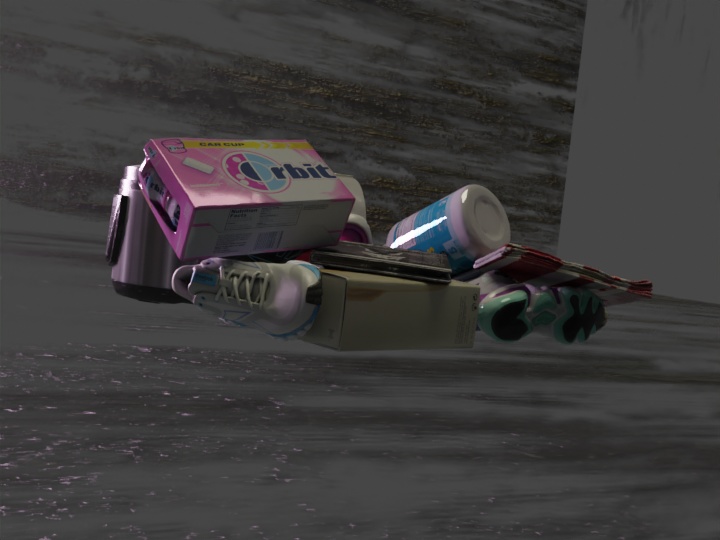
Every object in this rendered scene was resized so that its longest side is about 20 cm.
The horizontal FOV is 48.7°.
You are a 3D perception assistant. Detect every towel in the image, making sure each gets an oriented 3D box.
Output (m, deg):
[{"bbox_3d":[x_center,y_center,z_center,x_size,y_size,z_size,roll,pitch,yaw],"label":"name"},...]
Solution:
[{"bbox_3d":[0.259,0.007,1.037,0.198,0.023,0.144,16,-9,-5],"label":"towel"}]

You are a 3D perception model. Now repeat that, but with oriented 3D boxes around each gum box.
[{"bbox_3d":[-0.120,-0.078,0.820,0.199,0.067,0.114,-7,44,-38],"label":"gum box"}]

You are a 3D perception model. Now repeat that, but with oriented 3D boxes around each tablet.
[{"bbox_3d":[0.143,0.020,1.202,0.199,0.014,0.130,-25,-8,27],"label":"tablet"}]

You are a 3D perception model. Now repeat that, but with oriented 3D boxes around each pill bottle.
[{"bbox_3d":[0.114,-0.039,1.171,0.110,0.112,0.199,4,-22,-43],"label":"pill bottle"}]

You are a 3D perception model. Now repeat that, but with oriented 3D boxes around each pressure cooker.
[{"bbox_3d":[-0.223,-0.062,1.014,0.174,0.202,0.178,9,4,31],"label":"pressure cooker"}]

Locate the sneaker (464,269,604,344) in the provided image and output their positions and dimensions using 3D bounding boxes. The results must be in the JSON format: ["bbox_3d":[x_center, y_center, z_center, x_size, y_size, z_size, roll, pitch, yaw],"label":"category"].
[{"bbox_3d":[0.210,0.036,1.038,0.198,0.079,0.140,6,17,-30],"label":"sneaker"}]

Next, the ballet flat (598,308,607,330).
[{"bbox_3d":[0.279,0.061,1.236,0.198,0.068,0.075,13,-18,14],"label":"ballet flat"}]

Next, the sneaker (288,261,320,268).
[{"bbox_3d":[-0.087,0.020,1.134,0.080,0.071,0.200,11,8,-35],"label":"sneaker"}]

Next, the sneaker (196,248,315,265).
[{"bbox_3d":[-0.114,-0.033,0.923,0.075,0.080,0.199,39,25,29],"label":"sneaker"}]

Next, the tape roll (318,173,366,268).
[{"bbox_3d":[-0.088,-0.061,1.307,0.138,0.205,0.202,5,3,-19],"label":"tape roll"}]

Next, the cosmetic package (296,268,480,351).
[{"bbox_3d":[0.023,0.040,0.835,0.199,0.072,0.105,4,4,-44],"label":"cosmetic package"}]

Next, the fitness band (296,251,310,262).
[{"bbox_3d":[-0.044,0.008,1.010,0.199,0.038,0.144,5,34,-38],"label":"fitness band"}]

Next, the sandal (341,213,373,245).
[{"bbox_3d":[-0.007,0.001,1.137,0.082,0.050,0.203,-6,-41,16],"label":"sandal"}]

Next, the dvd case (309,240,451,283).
[{"bbox_3d":[0.028,-0.013,0.906,0.147,0.016,0.200,8,6,4],"label":"dvd case"}]

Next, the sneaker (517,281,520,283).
[{"bbox_3d":[0.227,0.044,1.129,0.198,0.077,0.105,-5,-10,18],"label":"sneaker"}]

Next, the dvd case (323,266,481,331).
[{"bbox_3d":[0.054,0.027,1.019,0.199,0.018,0.143,3,36,-43],"label":"dvd case"}]

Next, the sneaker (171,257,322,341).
[{"bbox_3d":[-0.117,0.022,0.770,0.086,0.076,0.199,21,-16,-40],"label":"sneaker"}]
